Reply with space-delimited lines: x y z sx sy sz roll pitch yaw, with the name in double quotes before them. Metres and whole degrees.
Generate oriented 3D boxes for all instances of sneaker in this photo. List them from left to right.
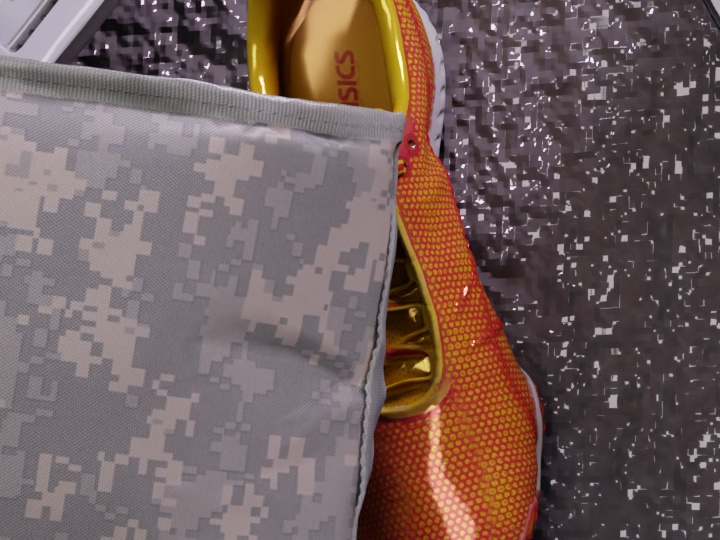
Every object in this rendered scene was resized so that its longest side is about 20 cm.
"sneaker" 0.000 0.000 0.816 0.073 0.077 0.201 -20 74 15

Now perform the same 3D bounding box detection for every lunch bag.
"lunch bag" -0.090 0.026 0.755 0.199 0.118 0.165 8 87 -4

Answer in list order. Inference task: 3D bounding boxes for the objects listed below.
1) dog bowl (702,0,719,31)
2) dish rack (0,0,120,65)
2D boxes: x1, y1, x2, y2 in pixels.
"dog bowl" 0.188 -0.111 0.745 0.199 0.074 0.201 -14 64 31
"dish rack" -0.135 -0.133 0.867 0.200 0.044 0.172 40 94 24
